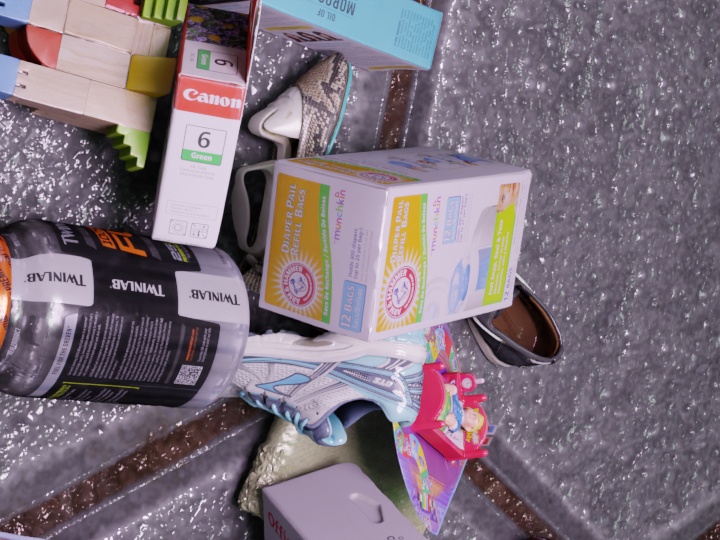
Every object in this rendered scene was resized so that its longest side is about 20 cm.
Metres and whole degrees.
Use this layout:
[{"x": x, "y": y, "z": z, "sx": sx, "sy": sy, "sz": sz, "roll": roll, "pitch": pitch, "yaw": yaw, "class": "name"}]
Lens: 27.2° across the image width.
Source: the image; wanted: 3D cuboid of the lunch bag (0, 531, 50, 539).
[{"x": -0.237, "y": 0.280, "z": 1.048, "sx": 0.199, "sy": 0.127, "sz": 0.171, "roll": 17, "pitch": 84, "yaw": -29, "class": "lunch bag"}]

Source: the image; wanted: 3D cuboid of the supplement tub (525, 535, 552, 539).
[{"x": 0.156, "y": 0.352, "z": 1.353, "sx": 0.107, "sy": 0.107, "sz": 0.201, "roll": 36, "pitch": 76, "yaw": -34, "class": "supplement tub"}]

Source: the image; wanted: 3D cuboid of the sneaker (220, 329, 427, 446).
[{"x": -0.046, "y": 0.089, "z": 1.117, "sx": 0.078, "sy": 0.198, "sz": 0.087, "roll": 24, "pitch": 60, "yaw": -64, "class": "sneaker"}]

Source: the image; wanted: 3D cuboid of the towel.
[{"x": -0.005, "y": 0.164, "z": 1.252, "sx": 0.199, "sy": 0.036, "sz": 0.149, "roll": 25, "pitch": 83, "yaw": -37, "class": "towel"}]

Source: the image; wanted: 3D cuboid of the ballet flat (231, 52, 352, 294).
[{"x": -0.060, "y": -0.078, "z": 1.165, "sx": 0.075, "sy": 0.068, "sz": 0.202, "roll": 11, "pitch": 93, "yaw": -25, "class": "ballet flat"}]

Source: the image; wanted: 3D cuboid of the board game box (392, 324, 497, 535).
[{"x": 0.075, "y": 0.111, "z": 1.210, "sx": 0.200, "sy": 0.039, "sz": 0.159, "roll": -56, "pitch": 134, "yaw": -62, "class": "board game box"}]

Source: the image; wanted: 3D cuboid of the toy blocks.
[{"x": -0.202, "y": -0.183, "z": 1.035, "sx": 0.136, "sy": 0.100, "sz": 0.202, "roll": 14, "pitch": 82, "yaw": -26, "class": "toy blocks"}]

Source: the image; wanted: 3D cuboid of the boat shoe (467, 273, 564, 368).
[{"x": 0.110, "y": 0.008, "z": 1.296, "sx": 0.072, "sy": 0.067, "sz": 0.200, "roll": -49, "pitch": 119, "yaw": -19, "class": "boat shoe"}]

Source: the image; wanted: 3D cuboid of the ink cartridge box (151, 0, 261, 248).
[{"x": -0.107, "y": -0.129, "z": 1.040, "sx": 0.050, "sy": 0.109, "sz": 0.201, "roll": 8, "pitch": 124, "yaw": -8, "class": "ink cartridge box"}]

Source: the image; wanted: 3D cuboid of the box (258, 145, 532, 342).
[{"x": 0.028, "y": -0.024, "z": 1.094, "sx": 0.199, "sy": 0.101, "sz": 0.113, "roll": -10, "pitch": 112, "yaw": -54, "class": "box"}]

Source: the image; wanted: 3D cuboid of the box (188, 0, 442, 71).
[{"x": -0.039, "y": -0.206, "z": 1.148, "sx": 0.199, "sy": 0.082, "sz": 0.050, "roll": 16, "pitch": 86, "yaw": -37, "class": "box"}]

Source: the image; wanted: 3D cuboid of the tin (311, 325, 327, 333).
[{"x": 0.000, "y": 0.000, "z": 1.190, "sx": 0.200, "sy": 0.042, "sz": 0.113, "roll": 37, "pitch": 69, "yaw": -56, "class": "tin"}]

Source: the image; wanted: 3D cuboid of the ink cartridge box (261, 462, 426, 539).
[{"x": -0.011, "y": 0.276, "z": 1.168, "sx": 0.085, "sy": 0.147, "sz": 0.202, "roll": -14, "pitch": 117, "yaw": -24, "class": "ink cartridge box"}]

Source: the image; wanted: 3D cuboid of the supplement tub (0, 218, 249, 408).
[{"x": -0.189, "y": 0.031, "z": 1.047, "sx": 0.199, "sy": 0.122, "sz": 0.124, "roll": 8, "pitch": 92, "yaw": -37, "class": "supplement tub"}]
